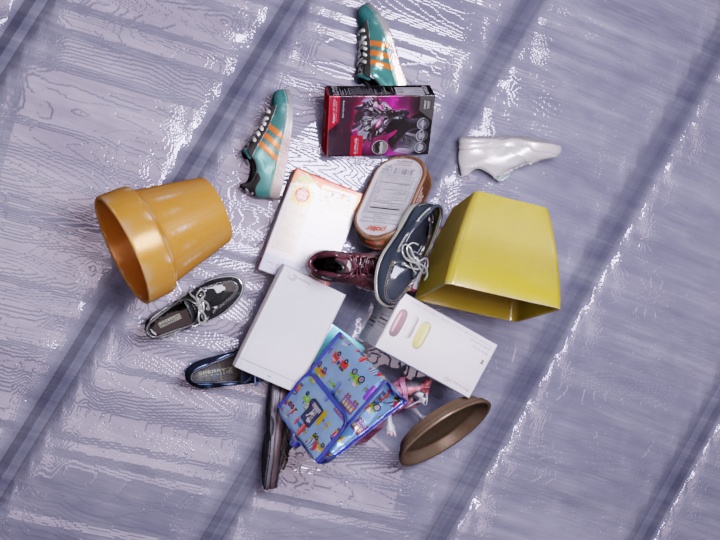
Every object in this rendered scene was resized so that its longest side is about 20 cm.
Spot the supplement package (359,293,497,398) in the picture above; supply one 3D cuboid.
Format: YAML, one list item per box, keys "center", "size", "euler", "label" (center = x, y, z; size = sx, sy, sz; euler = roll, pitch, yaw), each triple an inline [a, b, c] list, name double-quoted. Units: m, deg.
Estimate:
- center: [0.121, 0.130, 1.615]
  size: [0.200, 0.156, 0.111]
  euler: [29, 87, -10]
  label: "supplement package"

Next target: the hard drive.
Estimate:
- center: [-0.127, 0.105, 1.574]
  size: [0.132, 0.027, 0.200]
  euler: [27, 87, -22]
  label: "hard drive"

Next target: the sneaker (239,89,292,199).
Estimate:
- center: [-0.171, -0.233, 1.589]
  size: [0.080, 0.071, 0.200]
  euler: [8, 91, -14]
  label: "sneaker"

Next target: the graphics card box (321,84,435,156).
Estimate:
- center: [0.032, -0.275, 1.614]
  size: [0.200, 0.051, 0.126]
  euler: [-3, 126, -11]
  label: "graphics card box"

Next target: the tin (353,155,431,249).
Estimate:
- center: [0.058, -0.128, 1.606]
  size: [0.112, 0.042, 0.200]
  euler: [6, 58, 30]
  label: "tin"

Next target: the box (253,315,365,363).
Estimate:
- center: [-0.095, 0.117, 1.631]
  size: [0.200, 0.049, 0.082]
  euler: [35, 85, -9]
  label: "box"

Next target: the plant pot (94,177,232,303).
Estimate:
- center: [-0.332, -0.070, 1.525]
  size: [0.183, 0.200, 0.200]
  euler: [-27, 96, -24]
  label: "plant pot"

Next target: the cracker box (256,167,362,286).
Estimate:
- center: [-0.095, -0.072, 1.621]
  size: [0.134, 0.058, 0.200]
  euler: [21, 87, -11]
  label: "cracker box"

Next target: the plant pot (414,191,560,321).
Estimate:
- center: [0.227, -0.026, 1.514]
  size: [0.200, 0.200, 0.177]
  euler: [13, 79, -10]
  label: "plant pot"

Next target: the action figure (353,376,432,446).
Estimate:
- center: [0.045, 0.242, 1.622]
  size: [0.200, 0.134, 0.149]
  euler: [-32, 71, 14]
  label: "action figure"

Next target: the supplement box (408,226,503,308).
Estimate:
- center: [0.172, -0.011, 1.647]
  size: [0.200, 0.103, 0.131]
  euler: [12, 89, -9]
  label: "supplement box"

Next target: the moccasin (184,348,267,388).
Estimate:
- center: [-0.218, 0.183, 1.600]
  size: [0.200, 0.068, 0.081]
  euler: [-17, 94, -11]
  label: "moccasin"

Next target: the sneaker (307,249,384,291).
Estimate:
- center: [0.000, 0.000, 1.534]
  size: [0.200, 0.116, 0.076]
  euler: [2, 89, 4]
  label: "sneaker"

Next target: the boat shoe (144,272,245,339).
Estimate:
- center: [-0.298, 0.065, 1.584]
  size: [0.199, 0.068, 0.074]
  euler: [-23, 95, -9]
  label: "boat shoe"

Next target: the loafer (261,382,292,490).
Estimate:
- center: [-0.145, 0.306, 1.619]
  size: [0.063, 0.072, 0.200]
  euler: [5, 89, -16]
  label: "loafer"

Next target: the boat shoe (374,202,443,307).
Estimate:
- center: [0.088, -0.028, 1.514]
  size: [0.075, 0.062, 0.200]
  euler: [40, 68, -30]
  label: "boat shoe"

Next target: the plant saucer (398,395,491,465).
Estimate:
- center: [0.152, 0.293, 1.623]
  size: [0.200, 0.200, 0.029]
  euler: [-29, 63, -8]
  label: "plant saucer"

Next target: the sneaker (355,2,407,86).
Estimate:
- center: [0.023, -0.392, 1.626]
  size: [0.080, 0.071, 0.200]
  euler: [-22, 96, -13]
  label: "sneaker"

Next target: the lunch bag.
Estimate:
- center: [-0.048, 0.236, 1.537]
  size: [0.200, 0.151, 0.094]
  euler: [-44, 140, -3]
  label: "lunch bag"

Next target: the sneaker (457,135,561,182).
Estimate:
- center: [0.284, -0.213, 1.686]
  size: [0.200, 0.075, 0.089]
  euler: [0, 104, -4]
  label: "sneaker"
